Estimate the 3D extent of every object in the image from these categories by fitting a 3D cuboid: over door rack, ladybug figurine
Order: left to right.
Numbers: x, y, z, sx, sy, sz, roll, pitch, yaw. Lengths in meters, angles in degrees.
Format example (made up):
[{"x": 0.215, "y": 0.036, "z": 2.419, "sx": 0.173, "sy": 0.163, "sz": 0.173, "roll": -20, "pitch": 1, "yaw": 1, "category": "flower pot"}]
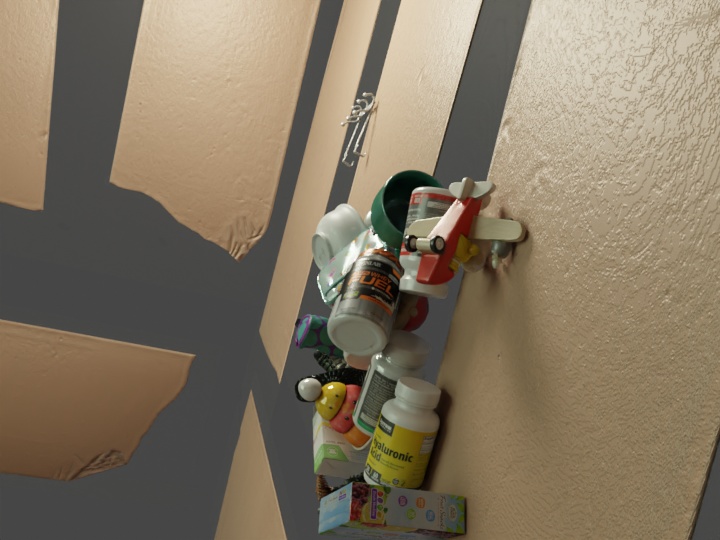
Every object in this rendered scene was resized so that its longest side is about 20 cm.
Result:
[{"x": -0.018, "y": -0.440, "z": 2.402, "sx": 0.148, "sy": 0.066, "sz": 0.201, "roll": 164, "pitch": 117, "yaw": -73, "category": "over door rack"}, {"x": 0.090, "y": 0.076, "z": 1.616, "sx": 0.136, "sy": 0.072, "sz": 0.200, "roll": -60, "pitch": 15, "yaw": 3, "category": "ladybug figurine"}]

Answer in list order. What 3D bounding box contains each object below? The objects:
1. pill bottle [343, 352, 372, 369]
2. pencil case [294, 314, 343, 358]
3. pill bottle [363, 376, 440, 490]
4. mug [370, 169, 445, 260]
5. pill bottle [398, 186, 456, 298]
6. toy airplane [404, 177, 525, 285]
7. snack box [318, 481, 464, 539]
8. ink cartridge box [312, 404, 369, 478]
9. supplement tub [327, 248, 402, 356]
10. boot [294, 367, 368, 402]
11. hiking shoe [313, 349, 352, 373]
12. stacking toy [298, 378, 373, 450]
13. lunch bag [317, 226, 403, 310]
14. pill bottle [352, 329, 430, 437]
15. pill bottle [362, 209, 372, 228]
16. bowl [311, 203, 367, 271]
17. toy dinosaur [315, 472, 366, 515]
[{"x": 0.021, "y": 0.113, "z": 1.751, "sx": 0.113, "sy": 0.112, "sz": 0.200, "roll": 123, "pitch": 154, "yaw": -51, "category": "pill bottle"}, {"x": -0.060, "y": 0.170, "z": 1.856, "sx": 0.093, "sy": 0.200, "sz": 0.085, "roll": -57, "pitch": 28, "yaw": 28, "category": "pencil case"}, {"x": 0.082, "y": 0.304, "z": 1.419, "sx": 0.111, "sy": 0.111, "sz": 0.201, "roll": -138, "pitch": 62, "yaw": -72, "category": "pill bottle"}, {"x": 0.089, "y": -0.108, "z": 1.611, "sx": 0.185, "sy": 0.152, "sz": 0.114, "roll": -52, "pitch": 3, "yaw": -24, "category": "mug"}, {"x": 0.139, "y": -0.052, "z": 1.490, "sx": 0.116, "sy": 0.116, "sz": 0.201, "roll": 172, "pitch": 109, "yaw": -73, "category": "pill bottle"}, {"x": 0.179, "y": -0.062, "z": 1.346, "sx": 0.199, "sy": 0.141, "sz": 0.200, "roll": -29, "pitch": 30, "yaw": 12, "category": "toy airplane"}, {"x": 0.049, "y": 0.409, "z": 1.286, "sx": 0.169, "sy": 0.199, "sz": 0.068, "roll": 131, "pitch": 148, "yaw": -58, "category": "snack box"}, {"x": -0.047, "y": 0.379, "z": 1.797, "sx": 0.200, "sy": 0.117, "sz": 0.067, "roll": -97, "pitch": 24, "yaw": -50, "category": "ink cartridge box"}, {"x": 0.016, "y": 0.058, "z": 1.508, "sx": 0.123, "sy": 0.122, "sz": 0.200, "roll": 119, "pitch": 172, "yaw": -46, "category": "supplement tub"}, {"x": -0.043, "y": 0.283, "z": 1.879, "sx": 0.158, "sy": 0.210, "sz": 0.080, "roll": 32, "pitch": -124, "yaw": -68, "category": "boot"}, {"x": -0.078, "y": 0.249, "z": 2.039, "sx": 0.200, "sy": 0.100, "sz": 0.076, "roll": -96, "pitch": 24, "yaw": -48, "category": "hiking shoe"}, {"x": -0.049, "y": 0.296, "z": 1.693, "sx": 0.146, "sy": 0.200, "sz": 0.146, "roll": -55, "pitch": 18, "yaw": 28, "category": "stacking toy"}, {"x": 0.000, "y": 0.000, "z": 1.690, "sx": 0.200, "sy": 0.077, "sz": 0.160, "roll": -41, "pitch": 26, "yaw": 12, "category": "lunch bag"}, {"x": 0.064, "y": 0.228, "z": 1.537, "sx": 0.113, "sy": 0.113, "sz": 0.200, "roll": -113, "pitch": 38, "yaw": -64, "category": "pill bottle"}, {"x": 0.047, "y": -0.085, "z": 1.842, "sx": 0.200, "sy": 0.112, "sz": 0.113, "roll": 132, "pitch": 147, "yaw": -59, "category": "pill bottle"}, {"x": -0.056, "y": -0.053, "z": 1.835, "sx": 0.201, "sy": 0.090, "sz": 0.202, "roll": 38, "pitch": 136, "yaw": 50, "category": "bowl"}, {"x": -0.037, "y": 0.491, "z": 1.627, "sx": 0.200, "sy": 0.135, "sz": 0.102, "roll": 44, "pitch": -151, "yaw": -59, "category": "toy dinosaur"}]
